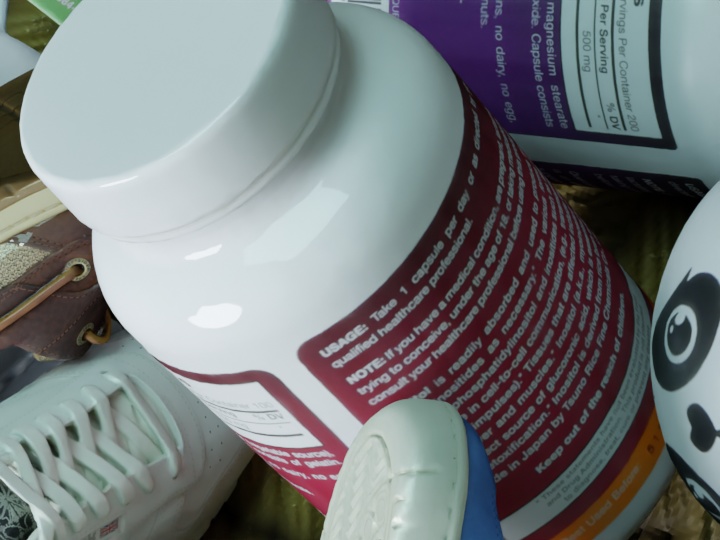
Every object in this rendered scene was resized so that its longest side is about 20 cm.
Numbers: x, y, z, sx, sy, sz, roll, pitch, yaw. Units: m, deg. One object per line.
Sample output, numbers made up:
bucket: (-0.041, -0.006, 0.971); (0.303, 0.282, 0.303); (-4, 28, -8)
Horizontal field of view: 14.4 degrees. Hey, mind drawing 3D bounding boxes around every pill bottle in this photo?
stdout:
pill bottle: (0.079, -0.080, 0.861); (0.200, 0.112, 0.112); (7, 71, 33)
pill bottle: (0.000, 0.000, 0.793); (0.113, 0.200, 0.113); (-22, 44, 23)

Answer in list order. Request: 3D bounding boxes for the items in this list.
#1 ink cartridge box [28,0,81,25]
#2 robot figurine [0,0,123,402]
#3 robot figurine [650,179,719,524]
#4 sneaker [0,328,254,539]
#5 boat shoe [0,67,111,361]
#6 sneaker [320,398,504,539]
ink cartridge box: (-0.033, -0.159, 0.945); (0.200, 0.145, 0.088); (-46, 53, 4)
robot figurine: (-0.160, -0.003, 0.967); (0.170, 0.113, 0.200); (40, 92, 0)
robot figurine: (0.173, 0.023, 0.744); (0.200, 0.125, 0.150); (3, 69, 32)
sneaker: (-0.098, 0.071, 0.870); (0.200, 0.081, 0.076); (-36, 84, -26)
boat shoe: (-0.108, -0.004, 0.888); (0.200, 0.072, 0.072); (-34, 35, -10)
sneaker: (0.046, 0.130, 0.754); (0.077, 0.111, 0.200); (-137, 49, -72)
